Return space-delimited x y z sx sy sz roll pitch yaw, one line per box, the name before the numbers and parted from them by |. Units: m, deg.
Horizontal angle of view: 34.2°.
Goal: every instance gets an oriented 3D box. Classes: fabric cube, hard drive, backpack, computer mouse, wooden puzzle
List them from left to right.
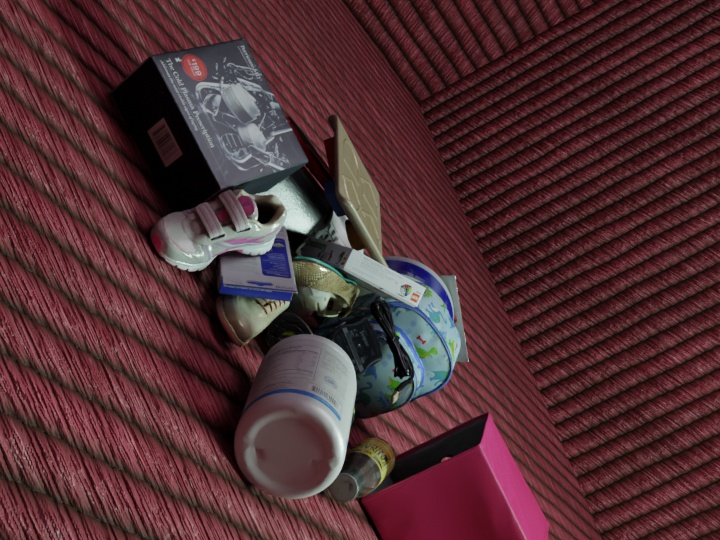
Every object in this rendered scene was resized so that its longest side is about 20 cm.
hard drive | -0.138 -0.112 1.741 0.042 0.135 0.200 22 -22 53
wooden puzzle | -0.014 -0.114 1.812 0.185 0.046 0.200 60 16 -46
computer mouse | 0.006 0.129 1.630 0.200 0.046 0.141 -34 101 -60
backpack | 0.044 0.126 1.796 0.183 0.200 0.147 59 25 -15
fabric cube | 0.145 0.356 1.726 0.200 0.196 0.200 61 13 -1

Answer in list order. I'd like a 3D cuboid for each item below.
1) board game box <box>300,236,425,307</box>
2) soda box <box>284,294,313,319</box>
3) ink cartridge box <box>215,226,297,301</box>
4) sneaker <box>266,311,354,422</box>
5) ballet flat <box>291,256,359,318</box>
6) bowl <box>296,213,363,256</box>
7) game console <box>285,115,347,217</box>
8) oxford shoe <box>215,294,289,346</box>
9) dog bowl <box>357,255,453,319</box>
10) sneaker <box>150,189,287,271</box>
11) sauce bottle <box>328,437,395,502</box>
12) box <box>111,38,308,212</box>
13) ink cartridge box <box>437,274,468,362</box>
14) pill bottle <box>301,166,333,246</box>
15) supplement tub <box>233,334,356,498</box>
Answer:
board game box | 0.000 0.000 1.710 0.126 0.035 0.200 28 -3 -21
soda box | -0.097 0.031 1.757 0.068 0.064 0.200 62 12 -5
ink cartridge box | -0.142 -0.007 1.557 0.200 0.099 0.039 -105 -155 -62
sneaker | -0.066 0.139 1.643 0.081 0.074 0.200 -100 166 -75
ballet flat | -0.051 0.031 1.656 0.200 0.070 0.065 30 72 -65
bowl | -0.048 -0.058 2.060 0.201 0.094 0.201 57 14 -23
game console | -0.063 -0.153 1.921 0.177 0.031 0.200 58 5 30
oxford shoe | -0.138 0.043 1.554 0.071 0.074 0.200 60 13 -10
dog bowl | 0.051 0.083 1.915 0.200 0.200 0.079 59 17 -13
sneaker | -0.175 -0.062 1.479 0.200 0.088 0.081 -17 68 -45
sauce bottle | 0.002 0.279 1.625 0.066 0.066 0.200 62 12 2
box | -0.201 -0.194 1.581 0.182 0.104 0.200 -25 87 -50
ink cartridge box | 0.090 0.074 2.003 0.050 0.200 0.161 -40 123 -57
pill bottle | -0.135 -0.134 1.840 0.200 0.112 0.112 51 17 -41
supplement tub | -0.074 0.172 1.410 0.132 0.132 0.200 58 13 -14
